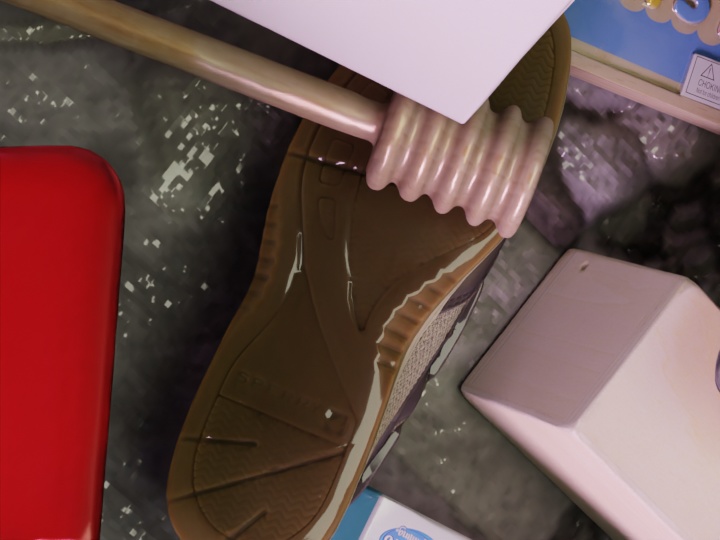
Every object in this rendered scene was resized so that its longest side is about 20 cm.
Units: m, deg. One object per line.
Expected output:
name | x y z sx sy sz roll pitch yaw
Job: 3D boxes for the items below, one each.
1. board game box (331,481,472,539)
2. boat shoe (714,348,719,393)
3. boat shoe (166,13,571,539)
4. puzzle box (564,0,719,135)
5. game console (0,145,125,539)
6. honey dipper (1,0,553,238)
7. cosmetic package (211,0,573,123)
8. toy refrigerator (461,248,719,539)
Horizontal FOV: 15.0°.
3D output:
board game box | 0.011 0.186 0.879 0.151 0.047 0.201 29 85 -27
boat shoe | 0.189 -0.012 0.802 0.200 0.072 0.071 -44 154 6
boat shoe | 0.000 0.000 0.835 0.073 0.065 0.200 30 84 2
puzzle box | 0.074 -0.132 0.873 0.199 0.025 0.134 19 89 -27
game console | -0.148 0.071 0.733 0.119 0.199 0.173 -75 157 -45
honey dipper | -0.042 -0.062 0.787 0.199 0.038 0.038 21 88 -1
cosmetic package | -0.031 -0.138 0.747 0.199 0.085 0.108 23 47 -17
toy refrigerator | 0.133 0.081 0.907 0.200 0.076 0.070 44 78 -24
